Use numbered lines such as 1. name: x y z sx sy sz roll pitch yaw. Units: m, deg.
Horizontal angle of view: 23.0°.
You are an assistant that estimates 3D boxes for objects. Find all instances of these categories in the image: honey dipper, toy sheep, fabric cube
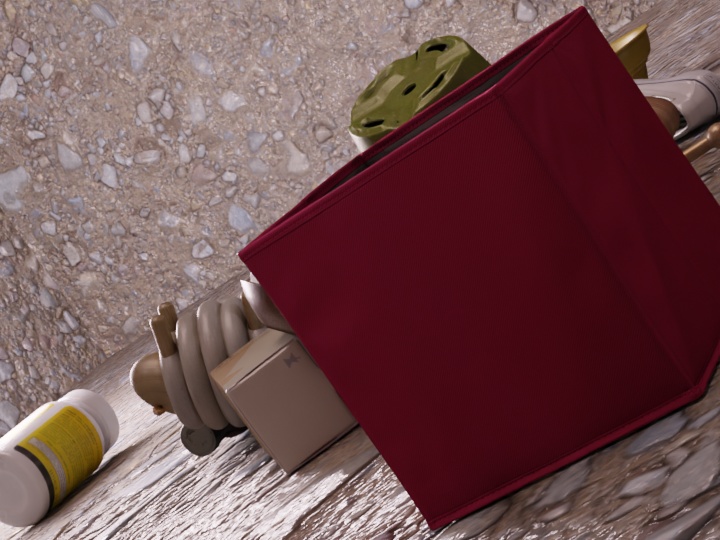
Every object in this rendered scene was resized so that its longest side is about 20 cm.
1. honey dipper: 0.234 -0.065 1.523 0.200 0.038 0.038 -32 6 16
2. toy sheep: -0.126 0.086 1.715 0.200 0.138 0.138 -15 9 8
3. fabric cube: 0.089 -0.006 1.044 0.196 0.199 0.200 -33 6 30

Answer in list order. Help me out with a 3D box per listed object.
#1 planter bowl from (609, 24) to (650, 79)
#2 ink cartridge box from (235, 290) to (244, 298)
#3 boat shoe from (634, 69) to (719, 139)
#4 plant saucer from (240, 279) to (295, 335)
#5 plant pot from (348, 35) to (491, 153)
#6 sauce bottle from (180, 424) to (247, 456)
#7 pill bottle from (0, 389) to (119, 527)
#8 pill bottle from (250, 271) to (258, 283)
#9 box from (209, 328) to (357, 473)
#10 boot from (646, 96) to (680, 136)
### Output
1. planter bowl: 0.292 -0.213 2.176 0.200 0.083 0.200 -35 5 4
2. ink cartridge box: -0.076 0.059 1.879 0.145 0.048 0.200 5 21 19
3. boat shoe: 0.284 -0.156 1.791 0.067 0.074 0.200 -36 6 -28
4. plant saucer: -0.007 0.046 1.490 0.200 0.200 0.037 180 103 -80
5. plant pot: 0.092 -0.091 1.495 0.200 0.190 0.200 -32 26 18
6. sauce bottle: -0.128 0.131 1.849 0.066 0.066 0.200 -32 4 29
7. pill bottle: -0.409 0.242 2.329 0.114 0.114 0.200 -31 7 35
8. pill bottle: 0.000 0.000 1.659 0.200 0.111 0.111 -12 -7 -32
9. box: -0.070 0.110 1.554 0.078 0.095 0.200 -37 4 -7
10. boot: 0.196 -0.106 1.699 0.200 0.077 0.155 4 34 32
